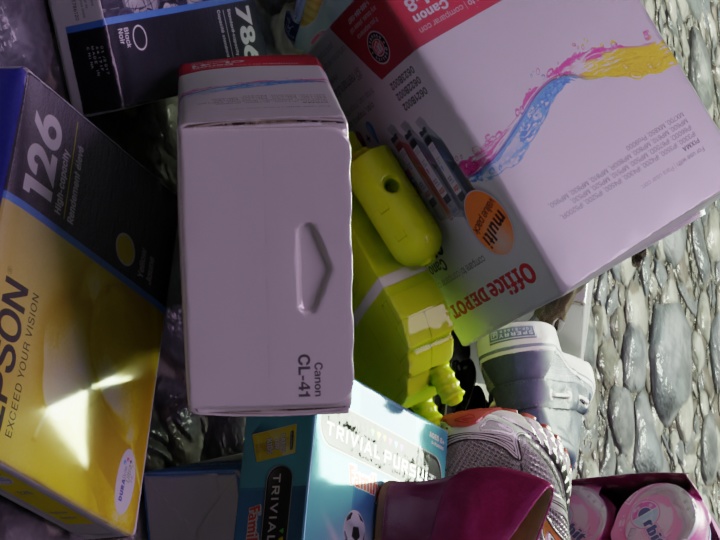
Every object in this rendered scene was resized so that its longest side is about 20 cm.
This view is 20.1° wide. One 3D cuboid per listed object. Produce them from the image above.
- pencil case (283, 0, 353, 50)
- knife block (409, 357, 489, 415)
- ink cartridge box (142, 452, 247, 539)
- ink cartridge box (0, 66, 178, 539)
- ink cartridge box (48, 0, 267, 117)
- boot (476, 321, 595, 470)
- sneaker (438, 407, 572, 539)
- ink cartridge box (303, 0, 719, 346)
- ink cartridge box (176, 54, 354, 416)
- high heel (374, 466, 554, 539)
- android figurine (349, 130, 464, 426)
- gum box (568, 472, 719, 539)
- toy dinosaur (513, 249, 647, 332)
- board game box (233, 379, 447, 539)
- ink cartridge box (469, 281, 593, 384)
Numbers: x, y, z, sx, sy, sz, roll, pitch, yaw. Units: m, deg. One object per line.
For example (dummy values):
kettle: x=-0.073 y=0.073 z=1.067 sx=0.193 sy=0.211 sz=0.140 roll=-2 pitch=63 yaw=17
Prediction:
pencil case: x=0.055 y=-0.162 z=1.297 sx=0.091 sy=0.199 sz=0.083 roll=111 pitch=-7 yaw=-57
knife block: x=0.053 y=0.156 z=1.326 sx=0.175 sy=0.064 sz=0.201 roll=17 pitch=61 yaw=-65
ink cartridge box: x=-0.039 y=0.160 z=1.173 sx=0.200 sy=0.068 sz=0.116 roll=-4 pitch=88 yaw=-62
ink cartridge box: x=-0.167 y=0.008 z=1.004 sx=0.200 sy=0.047 sz=0.198 roll=43 pitch=48 yaw=-52
ink cartridge box: x=-0.105 y=-0.150 z=1.164 sx=0.200 sy=0.039 sz=0.100 roll=-27 pitch=106 yaw=-61
boot: x=0.120 y=0.102 z=1.371 sx=0.200 sy=0.072 sz=0.091 roll=40 pitch=41 yaw=-67
sneaker: x=0.096 y=0.166 z=1.231 sx=0.082 sy=0.078 sz=0.200 roll=-70 pitch=143 yaw=-53
ink cartridge box: x=0.088 y=-0.085 z=1.160 sx=0.144 sy=0.145 sz=0.200 roll=-31 pitch=88 yaw=-24
ink cartridge box: x=-0.051 y=-0.024 z=1.044 sx=0.200 sy=0.085 sz=0.148 roll=-103 pitch=-168 yaw=-76
high heel: x=0.057 y=0.205 z=1.071 sx=0.067 sy=0.096 sz=0.201 roll=28 pitch=61 yaw=-57
android figurine: x=0.000 y=0.000 z=1.192 sx=0.041 sy=0.182 sz=0.200 roll=-24 pitch=74 yaw=-23
gum box: x=0.151 y=0.198 z=1.374 sx=0.114 sy=0.199 sz=0.066 roll=55 pitch=38 yaw=-42
toy dinosaur: x=0.146 y=-0.058 z=1.356 sx=0.102 sy=0.077 sz=0.201 roll=7 pitch=65 yaw=-16
board game box: x=-0.012 y=0.166 z=1.102 sx=0.151 sy=0.047 sz=0.201 roll=33 pitch=58 yaw=-55
ink cartridge box: x=0.130 y=-0.031 z=1.469 sx=0.145 sy=0.087 sz=0.201 roll=82 pitch=17 yaw=-60
